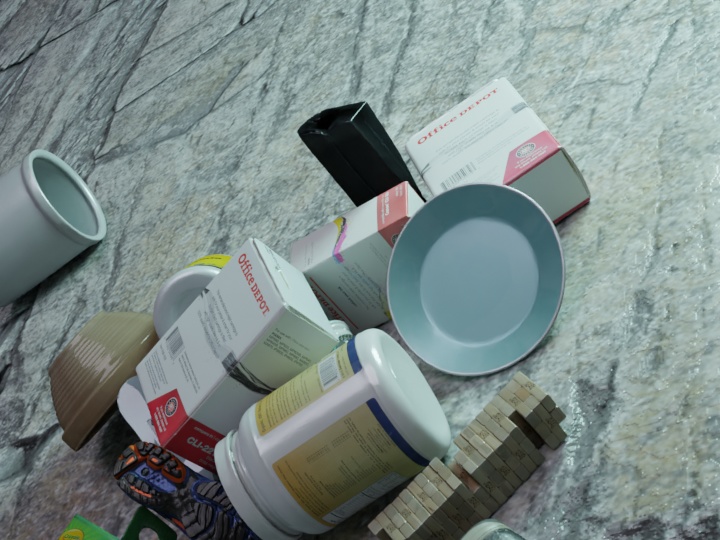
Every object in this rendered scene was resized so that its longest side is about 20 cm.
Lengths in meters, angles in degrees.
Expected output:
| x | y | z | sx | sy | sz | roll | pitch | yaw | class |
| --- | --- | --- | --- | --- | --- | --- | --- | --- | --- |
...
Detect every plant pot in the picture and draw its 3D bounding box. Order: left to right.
| x | y | z | sx | sy | sz | roll | pitch | yaw | class |
| --- | --- | --- | --- | --- | --- | --- | --- | --- | --- |
| -0.313 | 0.116 | 1.690 | 0.201 | 0.093 | 0.201 | -49 | 2 | 3 | plant pot |

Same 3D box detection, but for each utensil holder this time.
| x | y | z | sx | sy | sz | roll | pitch | yaw | class |
| --- | --- | --- | --- | --- | --- | --- | --- | --- | --- |
| -0.525 | -0.061 | 2.150 | 0.200 | 0.170 | 0.170 | -35 | 32 | 13 | utensil holder |

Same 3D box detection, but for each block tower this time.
| x | y | z | sx | sy | sz | roll | pitch | yaw | class |
| --- | --- | --- | --- | --- | --- | --- | --- | --- | --- |
| 0.102 | 0.188 | 1.266 | 0.200 | 0.054 | 0.058 | -45 | 31 | -3 | block tower |

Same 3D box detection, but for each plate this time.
| x | y | z | sx | sy | sz | roll | pitch | yaw | class |
| --- | --- | --- | --- | --- | --- | --- | --- | --- | --- |
| 0.119 | 0.010 | 1.421 | 0.199 | 0.026 | 0.201 | -5 | 79 | 27 | plate |

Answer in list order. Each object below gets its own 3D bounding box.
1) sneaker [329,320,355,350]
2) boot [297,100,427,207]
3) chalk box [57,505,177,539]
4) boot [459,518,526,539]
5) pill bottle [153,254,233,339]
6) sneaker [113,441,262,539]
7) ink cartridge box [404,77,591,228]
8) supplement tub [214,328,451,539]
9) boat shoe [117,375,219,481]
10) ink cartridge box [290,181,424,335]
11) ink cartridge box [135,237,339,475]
| x | y | z | sx | sy | sz | roll | pitch | yaw | class |
| --- | --- | --- | --- | --- | --- | --- | --- | --- | --- |
| -0.044 | 0.152 | 1.455 | 0.091 | 0.078 | 0.201 | 25 | 82 | 30 | sneaker |
| -0.010 | -0.091 | 1.588 | 0.164 | 0.200 | 0.066 | -20 | 37 | 31 | boot |
| -0.258 | 0.339 | 1.409 | 0.124 | 0.125 | 0.200 | 12 | 61 | 54 | chalk box |
| 0.103 | 0.305 | 1.106 | 0.153 | 0.074 | 0.204 | 15 | 62 | 51 | boot |
| -0.173 | 0.041 | 1.639 | 0.112 | 0.113 | 0.200 | -38 | 3 | 6 | pill bottle |
| -0.160 | 0.245 | 1.423 | 0.200 | 0.078 | 0.075 | 35 | 81 | 23 | sneaker |
| 0.149 | -0.113 | 1.550 | 0.146 | 0.083 | 0.200 | -34 | 32 | 6 | ink cartridge box |
| -0.028 | 0.166 | 1.349 | 0.200 | 0.144 | 0.145 | -34 | 32 | 12 | supplement tub |
| -0.197 | 0.206 | 1.567 | 0.071 | 0.091 | 0.201 | -38 | 58 | 6 | boat shoe |
| 0.000 | 0.000 | 1.547 | 0.199 | 0.117 | 0.068 | -28 | 35 | 21 | ink cartridge box |
| -0.131 | 0.087 | 1.449 | 0.200 | 0.084 | 0.144 | -48 | 35 | 12 | ink cartridge box |
